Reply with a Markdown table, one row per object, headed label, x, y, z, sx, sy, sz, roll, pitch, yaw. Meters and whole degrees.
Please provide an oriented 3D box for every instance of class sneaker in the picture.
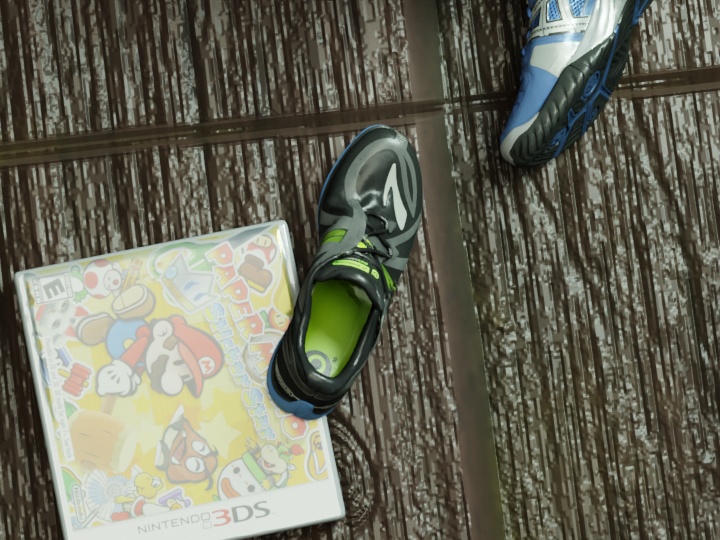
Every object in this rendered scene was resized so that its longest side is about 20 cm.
| label | x | y | z | sx | sy | sz | roll | pitch | yaw |
| --- | --- | --- | --- | --- | --- | --- | --- | --- | --- |
| sneaker | 0.000 | 0.000 | 1.493 | 0.071 | 0.083 | 0.200 | 24 | 71 | -13 |
| sneaker | 0.138 | -0.161 | 1.536 | 0.077 | 0.076 | 0.200 | 26 | 87 | 18 |

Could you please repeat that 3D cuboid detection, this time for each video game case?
| label | x | y | z | sx | sy | sz | roll | pitch | yaw |
| --- | --- | --- | --- | --- | --- | --- | --- | --- | --- |
| video game case | -0.118 | 0.081 | 1.519 | 0.182 | 0.023 | 0.200 | -11 | 85 | -4 |
